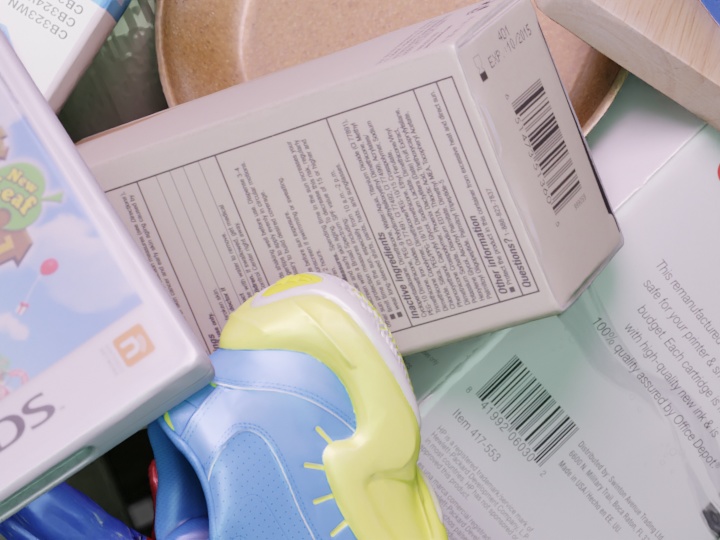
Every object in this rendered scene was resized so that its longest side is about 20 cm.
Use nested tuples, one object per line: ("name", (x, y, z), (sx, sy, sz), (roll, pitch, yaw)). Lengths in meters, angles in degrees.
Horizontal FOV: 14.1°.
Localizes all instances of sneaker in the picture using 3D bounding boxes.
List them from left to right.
("sneaker", (-0.014, 0.106, 0.985), (0.105, 0.076, 0.201), (-28, 100, -20))

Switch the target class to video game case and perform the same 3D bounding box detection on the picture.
("video game case", (-0.172, 0.008, 0.974), (0.182, 0.022, 0.200), (-34, 64, -1))

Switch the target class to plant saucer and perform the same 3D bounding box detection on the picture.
("plant saucer", (0.019, -0.102, 1.118), (0.199, 0.035, 0.201), (-6, 69, 17))

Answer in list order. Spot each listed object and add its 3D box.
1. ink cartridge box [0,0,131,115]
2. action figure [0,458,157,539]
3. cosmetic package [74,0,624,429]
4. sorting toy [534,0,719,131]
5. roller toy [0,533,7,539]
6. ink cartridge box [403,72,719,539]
("ink cartridge box", (-0.178, -0.077, 1.091), (0.128, 0.125, 0.201), (32, 89, -5))
("action figure", (-0.086, 0.074, 1.028), (0.200, 0.065, 0.099), (34, 64, -10))
("cosmetic package", (-0.019, -0.018, 1.036), (0.199, 0.071, 0.106), (-15, 104, 30))
("sorting toy", (0.183, -0.127, 1.078), (0.198, 0.070, 0.200), (32, 46, -12))
("roller toy", (-0.219, 0.127, 1.089), (0.182, 0.140, 0.201), (-16, 86, -12))
("ink cartridge box", (0.091, 0.037, 1.110), (0.200, 0.086, 0.147), (-45, 122, -5))
